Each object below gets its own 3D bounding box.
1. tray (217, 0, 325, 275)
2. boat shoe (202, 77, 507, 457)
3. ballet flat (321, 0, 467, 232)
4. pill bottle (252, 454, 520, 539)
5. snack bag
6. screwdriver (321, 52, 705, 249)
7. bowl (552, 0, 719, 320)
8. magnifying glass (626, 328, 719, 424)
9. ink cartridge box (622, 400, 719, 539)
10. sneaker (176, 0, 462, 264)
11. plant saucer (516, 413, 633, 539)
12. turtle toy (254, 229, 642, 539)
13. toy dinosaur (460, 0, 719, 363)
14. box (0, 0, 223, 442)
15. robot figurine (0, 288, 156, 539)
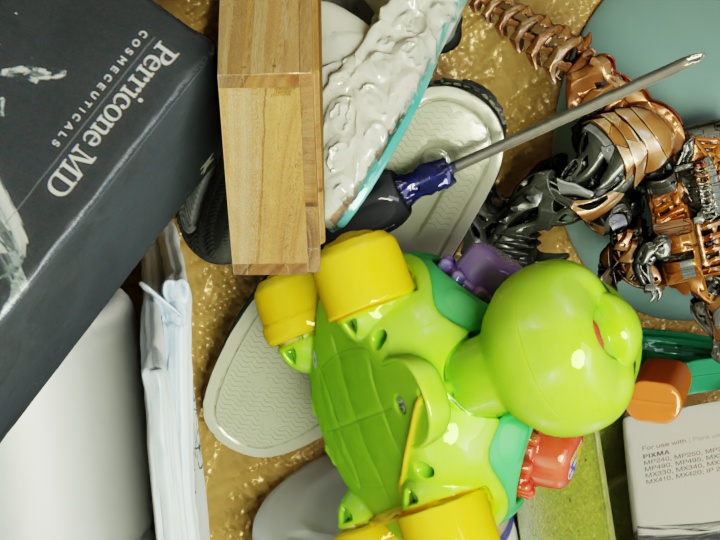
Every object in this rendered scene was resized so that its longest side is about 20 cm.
[{"bbox_3d":[-0.032,-0.105,0.865,0.037,0.200,0.099,-2,137,-1],"label":"tray"},{"bbox_3d":[0.000,0.000,1.038,0.072,0.068,0.200,33,105,-7],"label":"boat shoe"},{"bbox_3d":[0.009,-0.106,0.965,0.072,0.072,0.200,47,60,-31],"label":"ballet flat"},{"bbox_3d":[0.031,0.189,1.080,0.120,0.120,0.200,-27,113,-25],"label":"pill bottle"},{"bbox_3d":[-0.074,0.092,0.955,0.021,0.200,0.189,-5,105,-4],"label":"snack bag"},{"bbox_3d":[0.055,-0.047,0.971,0.200,0.028,0.029,-21,141,11],"label":"screwdriver"},{"bbox_3d":[0.206,-0.062,1.146,0.201,0.105,0.201,-9,106,-31],"label":"bowl"},{"bbox_3d":[0.147,0.049,1.095,0.080,0.200,0.022,7,95,11],"label":"magnifying glass"},{"bbox_3d":[0.180,0.176,1.054,0.084,0.200,0.145,-12,128,11],"label":"ink cartridge box"},{"bbox_3d":[-0.007,-0.092,1.022,0.115,0.075,0.200,13,93,-36],"label":"sneaker"},{"bbox_3d":[0.115,0.162,1.088,0.200,0.048,0.200,50,31,-67],"label":"plant saucer"},{"bbox_3d":[0.041,0.047,0.931,0.101,0.200,0.146,-17,86,-23],"label":"turtle toy"},{"bbox_3d":[0.114,-0.041,1.074,0.136,0.200,0.102,-34,159,14],"label":"toy dinosaur"},{"bbox_3d":[-0.184,-0.042,0.832,0.197,0.124,0.200,35,78,6],"label":"box"},{"bbox_3d":[-0.143,0.075,0.947,0.170,0.113,0.200,-28,117,-57],"label":"robot figurine"}]
